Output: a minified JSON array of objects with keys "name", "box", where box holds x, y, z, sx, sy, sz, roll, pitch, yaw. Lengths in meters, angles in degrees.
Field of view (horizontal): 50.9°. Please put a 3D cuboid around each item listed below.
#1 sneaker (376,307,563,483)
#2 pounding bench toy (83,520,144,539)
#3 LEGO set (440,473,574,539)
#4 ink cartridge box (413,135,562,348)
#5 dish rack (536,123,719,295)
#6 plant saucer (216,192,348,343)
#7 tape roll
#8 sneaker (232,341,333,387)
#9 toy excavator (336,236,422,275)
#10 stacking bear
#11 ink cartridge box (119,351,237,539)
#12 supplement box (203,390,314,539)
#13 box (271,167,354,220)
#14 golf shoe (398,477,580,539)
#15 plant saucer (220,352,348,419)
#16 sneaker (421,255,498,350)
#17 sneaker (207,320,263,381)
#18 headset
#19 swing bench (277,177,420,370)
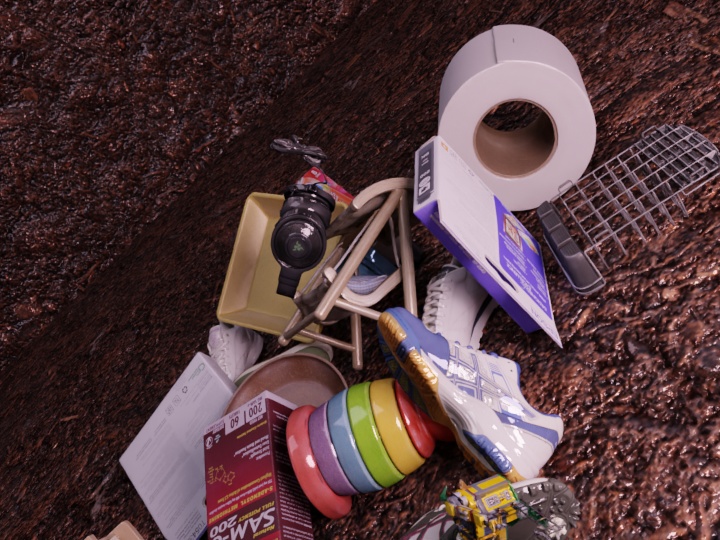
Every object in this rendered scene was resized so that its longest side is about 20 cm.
[{"name":"sneaker","box":[0.099,0.103,0.701,0.088,0.201,0.076,-37,-13,-20]},{"name":"pounding bench toy","box":[-0.258,0.402,0.830,0.124,0.200,0.156,-42,-8,-8]},{"name":"LEGO set","box":[0.091,0.235,0.486,0.114,0.158,0.199,-12,23,-26]},{"name":"ink cartridge box","box":[0.134,-0.029,0.819,0.043,0.198,0.202,-37,22,25]},{"name":"dish rack","box":[0.292,-0.077,0.831,0.198,0.055,0.154,-35,26,14]},{"name":"plant saucer","box":[-0.107,-0.005,1.120,0.196,0.048,0.205,9,81,34]},{"name":"tape roll","box":[0.200,-0.201,0.999,0.201,0.203,0.140,-30,25,25]},{"name":"sneaker","box":[-0.125,0.172,1.053,0.198,0.068,0.090,-33,20,15]},{"name":"toy excavator","box":[-0.026,0.008,1.159,0.202,0.099,0.194,-54,23,-5]},{"name":"stacking bear","box":[0.033,0.160,0.776,0.197,0.114,0.124,-25,70,10]},{"name":"ink cartridge box","box":[-0.221,0.250,1.032,0.199,0.043,0.198,40,93,36]},{"name":"supplement box","box":[-0.114,0.250,0.832,0.108,0.061,0.203,-32,48,23]},{"name":"box","box":[-0.096,-0.057,1.249,0.100,0.095,0.201,-48,-7,-41]},{"name":"golf shoe","box":[0.087,0.220,0.633,0.198,0.078,0.088,-35,15,14]},{"name":"plant saucer","box":[-0.089,0.201,0.922,0.197,0.037,0.204,-17,53,23]},{"name":"sneaker","box":[0.101,0.053,0.883,0.076,0.081,0.202,-12,40,46]},{"name":"sneaker","box":[-0.216,0.150,1.199,0.074,0.100,0.202,-30,28,20]},{"name":"headset","box":[-0.080,-0.061,0.894,0.125,0.092,0.202,-81,9,-49]},{"name":"swing bench","box":[0.000,0.000,0.939,0.199,0.127,0.204,144,142,-66]}]
